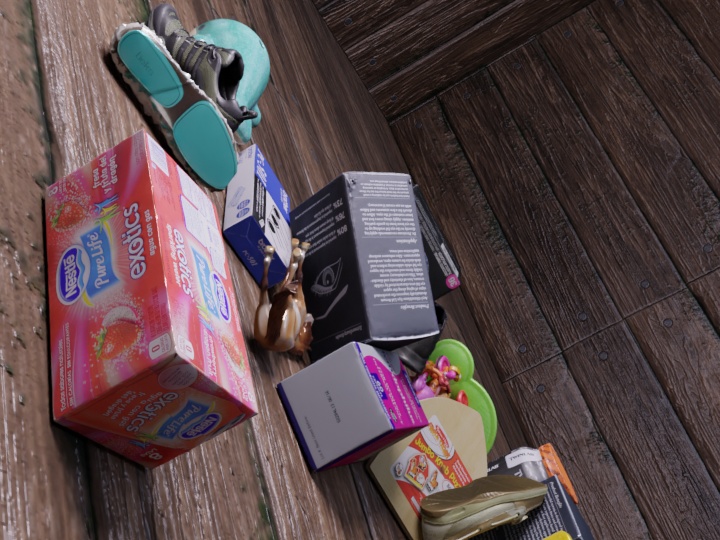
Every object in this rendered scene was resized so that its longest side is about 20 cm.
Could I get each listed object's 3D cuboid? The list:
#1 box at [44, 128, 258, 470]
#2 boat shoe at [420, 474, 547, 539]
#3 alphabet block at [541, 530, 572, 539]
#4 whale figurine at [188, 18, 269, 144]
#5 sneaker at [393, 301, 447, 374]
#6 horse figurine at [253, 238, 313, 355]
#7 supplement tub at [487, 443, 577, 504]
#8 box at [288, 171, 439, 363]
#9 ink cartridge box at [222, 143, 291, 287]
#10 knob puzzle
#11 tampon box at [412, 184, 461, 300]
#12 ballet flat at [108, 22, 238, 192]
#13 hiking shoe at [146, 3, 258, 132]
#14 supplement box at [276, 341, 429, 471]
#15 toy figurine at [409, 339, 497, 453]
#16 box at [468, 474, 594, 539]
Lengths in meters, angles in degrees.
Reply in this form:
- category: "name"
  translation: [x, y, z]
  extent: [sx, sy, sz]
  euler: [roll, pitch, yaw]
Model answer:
- category: "box"
  translation: [-0.150, 0.018, 0.593]
  extent: [0.103, 0.093, 0.203]
  euler: [49, 18, -51]
- category: "boat shoe"
  translation: [0.163, 0.317, 1.109]
  extent: [0.073, 0.197, 0.065]
  euler: [6, -81, 55]
- category: "alphabet block"
  translation: [0.238, 0.489, 1.062]
  extent: [0.201, 0.193, 0.198]
  euler: [53, 12, -36]
- category: "whale figurine"
  translation: [-0.169, -0.259, 1.140]
  extent: [0.160, 0.102, 0.202]
  euler: [54, 12, -41]
- category: "sneaker"
  translation: [0.093, 0.081, 1.265]
  extent: [0.075, 0.091, 0.200]
  euler: [34, 14, -9]
- category: "horse figurine"
  translation: [-0.081, 0.038, 0.918]
  extent: [0.200, 0.049, 0.136]
  euler: [-49, 147, -83]
- category: "supplement tub"
  translation: [0.222, 0.351, 1.292]
  extent: [0.124, 0.197, 0.123]
  euler: [57, 11, -18]
- category: "box"
  translation: [0.000, 0.000, 1.037]
  extent: [0.102, 0.147, 0.205]
  euler: [-2, 77, -33]
- category: "ink cartridge box"
  translation: [-0.126, -0.072, 1.058]
  extent: [0.095, 0.044, 0.201]
  euler: [58, 11, -31]
- category: "knob puzzle"
  translation: [0.101, 0.261, 1.132]
  extent: [0.216, 0.030, 0.225]
  euler: [8, 77, -39]
- category: "tampon box"
  translation: [0.027, -0.007, 1.219]
  extent: [0.152, 0.197, 0.126]
  euler: [60, 11, -4]
- category: "ballet flat"
  translation: [-0.200, -0.180, 0.924]
  extent: [0.202, 0.071, 0.072]
  euler: [59, 11, -23]
- category: "hiking shoe"
  translation: [-0.189, -0.246, 1.028]
  extent: [0.203, 0.099, 0.076]
  euler: [65, 11, 13]
- category: "supplement box"
  translation: [-0.002, 0.154, 0.963]
  extent: [0.103, 0.102, 0.200]
  euler: [64, 9, 14]
- category: "toy figurine"
  translation: [0.107, 0.206, 1.246]
  extent: [0.183, 0.147, 0.205]
  euler: [7, 82, -65]
- category: "box"
  translation: [0.229, 0.407, 1.190]
  extent: [0.149, 0.197, 0.108]
  euler: [55, 13, -35]
